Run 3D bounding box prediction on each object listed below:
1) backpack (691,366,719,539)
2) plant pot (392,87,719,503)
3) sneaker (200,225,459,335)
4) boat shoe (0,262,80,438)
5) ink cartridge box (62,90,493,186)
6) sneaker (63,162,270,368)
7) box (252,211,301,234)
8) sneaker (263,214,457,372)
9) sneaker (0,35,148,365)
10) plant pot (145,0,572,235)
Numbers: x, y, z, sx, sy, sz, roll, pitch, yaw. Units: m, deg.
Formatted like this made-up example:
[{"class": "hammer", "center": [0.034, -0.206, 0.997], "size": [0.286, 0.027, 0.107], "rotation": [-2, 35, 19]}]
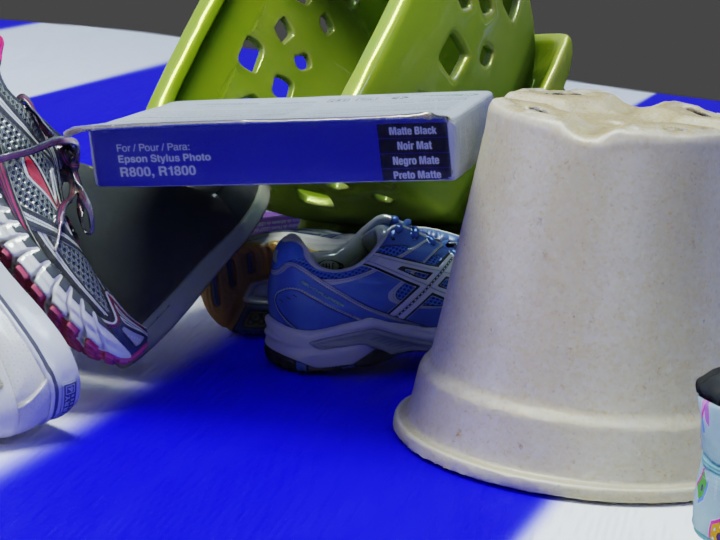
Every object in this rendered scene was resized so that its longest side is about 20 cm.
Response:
[{"class": "backpack", "center": [0.241, 0.090, 1.011], "size": [0.199, 0.127, 0.166], "rotation": [-5, 5, -36]}, {"class": "plant pot", "center": [0.124, 0.004, 1.209], "size": [0.199, 0.185, 0.201], "rotation": [5, 13, -1]}, {"class": "sneaker", "center": [0.000, 0.000, 1.422], "size": [0.199, 0.076, 0.088], "rotation": [5, 12, -4]}, {"class": "boat shoe", "center": [-0.230, 0.010, 1.166], "size": [0.070, 0.071, 0.200], "rotation": [-27, 67, -40]}, {"class": "ink cartridge box", "center": [-0.037, -0.069, 1.228], "size": [0.198, 0.041, 0.200], "rotation": [-1, 7, 13]}, {"class": "sneaker", "center": [-0.125, -0.038, 1.336], "size": [0.075, 0.106, 0.200], "rotation": [-36, 12, 30]}, {"class": "box", "center": [-0.136, -0.032, 1.584], "size": [0.136, 0.039, 0.199], "rotation": [18, 18, 42]}, {"class": "sneaker", "center": [0.040, 0.007, 1.339], "size": [0.199, 0.078, 0.076], "rotation": [-9, 15, -15]}, {"class": "sneaker", "center": [-0.173, -0.036, 1.209], "size": [0.075, 0.201, 0.081], "rotation": [-36, 8, -16]}, {"class": "plant pot", "center": [0.011, -0.119, 1.474], "size": [0.199, 0.200, 0.181], "rotation": [1, -33, 46]}]
